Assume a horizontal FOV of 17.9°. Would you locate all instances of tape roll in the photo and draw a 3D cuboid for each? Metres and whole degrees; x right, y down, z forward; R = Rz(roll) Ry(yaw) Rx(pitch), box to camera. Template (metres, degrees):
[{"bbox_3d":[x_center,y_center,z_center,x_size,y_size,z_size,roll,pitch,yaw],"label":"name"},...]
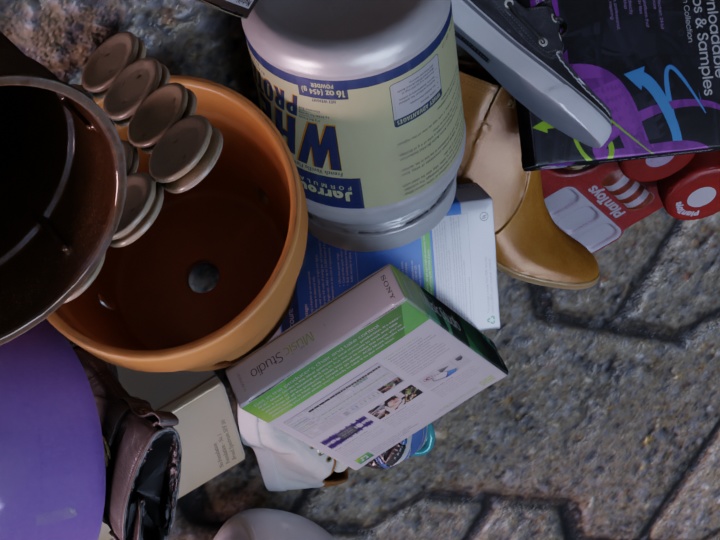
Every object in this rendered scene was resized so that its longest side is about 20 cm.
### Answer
[{"bbox_3d":[-0.261,0.130,1.569,0.084,0.200,0.201,-5,130,-38],"label":"tape roll"}]

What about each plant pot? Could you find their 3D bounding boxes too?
[{"bbox_3d":[-0.271,-0.084,1.358,0.199,0.198,0.201,-23,139,-22],"label":"plant pot"},{"bbox_3d":[-0.124,-0.016,1.573,0.200,0.200,0.140,-39,159,-3],"label":"plant pot"}]

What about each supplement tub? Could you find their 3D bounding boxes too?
[{"bbox_3d":[-0.001,-0.125,1.592,0.144,0.145,0.201,-28,140,-16],"label":"supplement tub"}]

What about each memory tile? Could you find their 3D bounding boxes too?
[{"bbox_3d":[-0.169,-0.069,1.462,0.153,0.200,0.017,-46,125,3],"label":"memory tile"}]

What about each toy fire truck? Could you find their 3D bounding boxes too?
[{"bbox_3d":[0.197,-0.092,1.837,0.167,0.113,0.200,-33,144,19],"label":"toy fire truck"}]

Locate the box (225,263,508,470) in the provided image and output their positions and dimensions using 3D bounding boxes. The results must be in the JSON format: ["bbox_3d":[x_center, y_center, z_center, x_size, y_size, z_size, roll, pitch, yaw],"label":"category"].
[{"bbox_3d":[0.008,0.073,1.647,0.144,0.037,0.200,-33,153,12],"label":"box"}]

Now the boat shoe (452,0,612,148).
[{"bbox_3d":[0.113,-0.172,1.641,0.066,0.200,0.070,-51,-178,-7],"label":"boat shoe"}]

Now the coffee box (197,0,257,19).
[{"bbox_3d":[-0.071,-0.275,1.416,0.079,0.113,0.201,15,117,-46],"label":"coffee box"}]

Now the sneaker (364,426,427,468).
[{"bbox_3d":[0.020,0.053,1.792,0.077,0.075,0.202,6,85,-63],"label":"sneaker"}]

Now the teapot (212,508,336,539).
[{"bbox_3d":[-0.050,0.299,1.895,0.145,0.202,0.197,14,160,-20],"label":"teapot"}]

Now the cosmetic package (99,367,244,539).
[{"bbox_3d":[-0.196,0.143,1.741,0.199,0.073,0.104,-32,141,-14],"label":"cosmetic package"}]

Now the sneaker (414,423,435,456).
[{"bbox_3d":[0.004,0.092,1.856,0.078,0.080,0.200,-45,141,5],"label":"sneaker"}]

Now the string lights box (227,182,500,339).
[{"bbox_3d":[0.000,0.000,1.700,0.198,0.059,0.104,-6,106,-8],"label":"string lights box"}]

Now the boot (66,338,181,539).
[{"bbox_3d":[-0.184,0.151,1.579,0.069,0.174,0.202,-4,121,-30],"label":"boot"}]

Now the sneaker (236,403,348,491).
[{"bbox_3d":[-0.048,0.117,1.813,0.084,0.073,0.200,1,154,10],"label":"sneaker"}]

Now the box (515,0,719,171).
[{"bbox_3d":[0.211,-0.156,1.714,0.198,0.036,0.144,-7,89,-16],"label":"box"}]

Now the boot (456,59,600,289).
[{"bbox_3d":[0.123,-0.077,1.757,0.200,0.071,0.145,20,113,-16],"label":"boot"}]
